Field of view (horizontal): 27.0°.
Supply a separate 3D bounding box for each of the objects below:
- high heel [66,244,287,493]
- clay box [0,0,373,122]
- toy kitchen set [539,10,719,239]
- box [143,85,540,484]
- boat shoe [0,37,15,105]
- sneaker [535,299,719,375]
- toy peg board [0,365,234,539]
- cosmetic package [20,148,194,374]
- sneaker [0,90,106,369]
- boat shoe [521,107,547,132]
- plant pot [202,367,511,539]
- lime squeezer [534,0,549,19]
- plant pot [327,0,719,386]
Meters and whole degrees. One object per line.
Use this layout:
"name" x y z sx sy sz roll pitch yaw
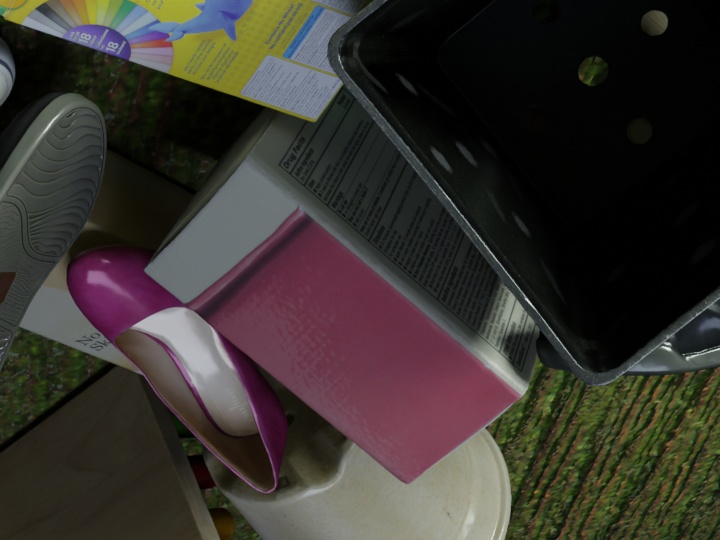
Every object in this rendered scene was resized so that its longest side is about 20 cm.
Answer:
"high heel" -0.103 0.060 0.876 0.067 0.096 0.200 -24 147 8
"clay box" -0.084 -0.151 0.727 0.199 0.048 0.115 18 137 -24
"toy kitchen set" 0.198 -0.065 0.916 0.163 0.200 0.180 -41 180 7
"box" 0.000 0.000 0.856 0.200 0.128 0.109 40 126 -10
"boat shoe" -0.263 -0.055 0.788 0.199 0.070 0.071 -26 146 13
"sneaker" 0.185 -0.006 0.798 0.199 0.115 0.076 -11 -174 1
"toy peg board" -0.169 0.199 1.112 0.200 0.200 0.098 -36 159 27
"cosmetic package" -0.141 0.000 0.925 0.105 0.071 0.200 -34 144 24
"sneaker" -0.220 -0.026 0.809 0.200 0.106 0.075 -58 153 14
"boat shoe" 0.047 -0.055 0.941 0.200 0.072 0.064 -33 153 33
"plant pot" -0.014 0.144 1.098 0.200 0.201 0.184 -25 140 13
"lime squeezer" 0.011 -0.137 0.838 0.199 0.038 0.071 6 109 -31
"plant pot" 0.123 -0.094 0.738 0.200 0.200 0.177 -39 -175 7
